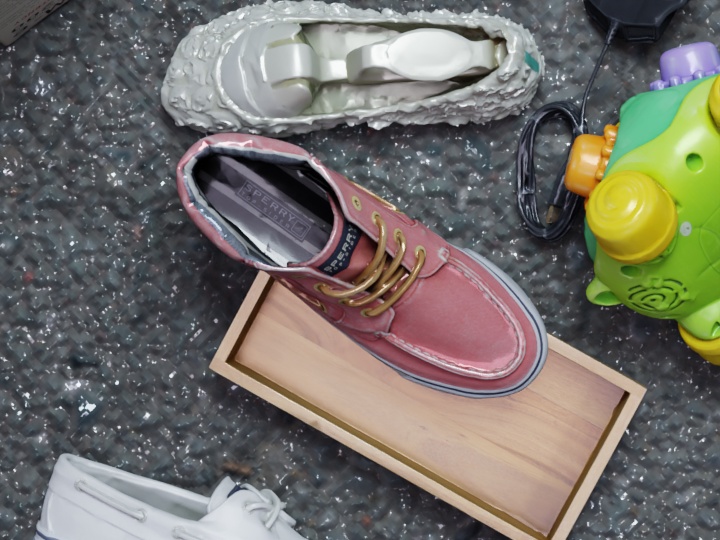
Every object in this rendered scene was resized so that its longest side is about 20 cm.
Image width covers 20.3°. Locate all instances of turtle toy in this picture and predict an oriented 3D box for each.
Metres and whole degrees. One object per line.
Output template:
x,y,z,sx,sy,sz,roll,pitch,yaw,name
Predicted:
0.179,-0.058,0.965,0.200,0.146,0.101,-43,46,4,turtle toy

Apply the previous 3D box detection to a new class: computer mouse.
0.129,-0.109,1.013,0.058,0.034,0.202,28,101,28,computer mouse

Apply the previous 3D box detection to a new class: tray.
0.034,0.054,1.019,0.199,0.037,0.099,29,93,3,tray

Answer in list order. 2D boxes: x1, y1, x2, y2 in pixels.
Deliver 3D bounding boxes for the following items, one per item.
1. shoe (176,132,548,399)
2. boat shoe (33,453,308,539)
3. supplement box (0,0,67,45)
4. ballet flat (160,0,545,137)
0.000,0.000,0.957,0.199,0.091,0.072,32,93,4,shoe
-0.067,0.138,1.009,0.198,0.074,0.066,11,96,3,boat shoe
-0.198,-0.188,0.951,0.073,0.200,0.126,-37,87,1,supplement box
-0.007,-0.106,1.005,0.198,0.072,0.073,-4,91,5,ballet flat
